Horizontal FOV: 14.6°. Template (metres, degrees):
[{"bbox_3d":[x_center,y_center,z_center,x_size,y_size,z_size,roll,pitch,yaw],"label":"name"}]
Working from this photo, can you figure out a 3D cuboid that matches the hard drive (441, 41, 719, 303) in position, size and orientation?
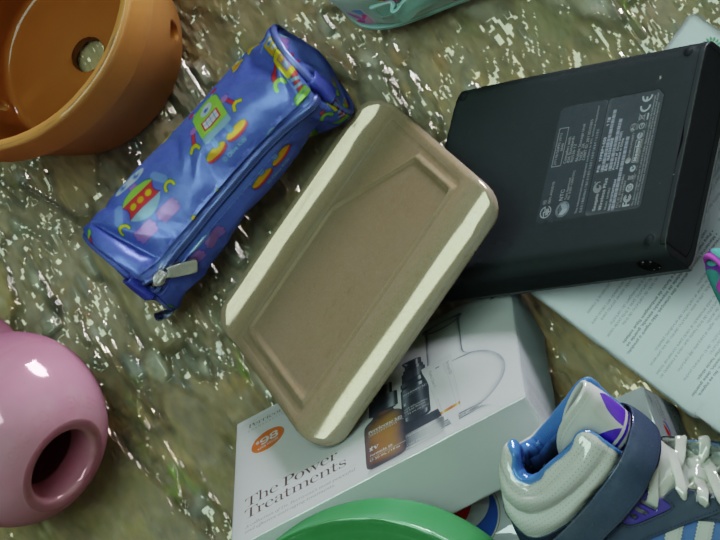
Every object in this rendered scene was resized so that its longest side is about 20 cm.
[{"bbox_3d":[0.124,-0.057,1.687,0.200,0.033,0.140,-8,60,44],"label":"hard drive"}]

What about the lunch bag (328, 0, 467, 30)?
[{"bbox_3d":[0.051,-0.244,1.791,0.199,0.077,0.161,-18,73,19],"label":"lunch bag"}]

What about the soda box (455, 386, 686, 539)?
[{"bbox_3d":[0.100,0.140,1.684,0.200,0.068,0.064,-25,68,17],"label":"soda box"}]

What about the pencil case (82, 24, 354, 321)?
[{"bbox_3d":[-0.091,-0.063,1.809,0.200,0.078,0.087,-47,33,8],"label":"pencil case"}]

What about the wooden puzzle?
[{"bbox_3d":[0.000,0.000,1.737,0.185,0.037,0.200,-56,28,6],"label":"wooden puzzle"}]

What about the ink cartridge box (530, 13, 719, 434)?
[{"bbox_3d":[0.219,-0.019,1.685,0.200,0.043,0.197,38,95,23],"label":"ink cartridge box"}]

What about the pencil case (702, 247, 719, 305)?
[{"bbox_3d":[0.299,0.001,1.579,0.199,0.092,0.085,-18,71,7],"label":"pencil case"}]

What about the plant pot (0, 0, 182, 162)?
[{"bbox_3d":[-0.207,-0.157,1.850,0.199,0.140,0.201,-6,75,23],"label":"plant pot"}]

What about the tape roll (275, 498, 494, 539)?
[{"bbox_3d":[0.013,0.232,1.599,0.200,0.048,0.201,3,100,16],"label":"tape roll"}]

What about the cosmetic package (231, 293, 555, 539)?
[{"bbox_3d":[0.019,0.101,1.687,0.200,0.151,0.052,-29,111,12],"label":"cosmetic package"}]

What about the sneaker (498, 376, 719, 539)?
[{"bbox_3d":[0.175,0.113,1.562,0.200,0.147,0.081,-19,36,20],"label":"sneaker"}]

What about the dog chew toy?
[{"bbox_3d":[-0.257,0.080,1.825,0.200,0.124,0.125,30,91,35],"label":"dog chew toy"}]
